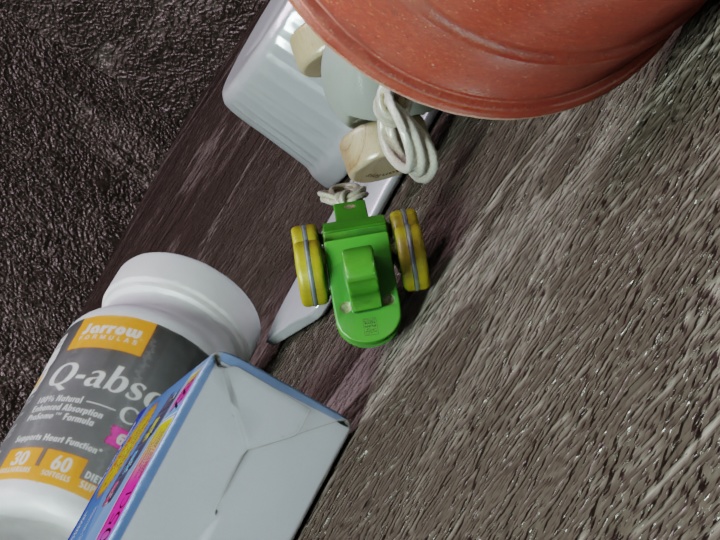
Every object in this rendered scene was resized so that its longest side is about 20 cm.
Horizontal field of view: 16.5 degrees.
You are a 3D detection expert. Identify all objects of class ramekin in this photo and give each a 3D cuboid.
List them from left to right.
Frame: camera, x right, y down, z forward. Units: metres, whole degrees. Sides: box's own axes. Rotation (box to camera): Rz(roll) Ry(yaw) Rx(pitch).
[{"bbox_3d":[-0.009,-0.164,1.662,0.201,0.098,0.200,-57,8,13],"label":"ramekin"}]

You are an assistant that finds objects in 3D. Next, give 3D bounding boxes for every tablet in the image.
[{"bbox_3d":[0.006,-0.050,1.450,0.200,0.014,0.130,-60,8,-16],"label":"tablet"}]

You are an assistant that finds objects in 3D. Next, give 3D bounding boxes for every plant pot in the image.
[{"bbox_3d":[0.083,-0.168,0.833,0.201,0.201,0.195,-61,16,-19],"label":"plant pot"}]

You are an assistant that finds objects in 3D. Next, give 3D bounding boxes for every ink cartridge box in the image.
[{"bbox_3d":[-0.091,0.128,1.163,0.137,0.076,0.200,-61,7,-20],"label":"ink cartridge box"}]

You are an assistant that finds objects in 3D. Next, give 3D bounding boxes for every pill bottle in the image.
[{"bbox_3d":[-0.136,0.092,1.418,0.116,0.116,0.200,-49,13,51],"label":"pill bottle"}]

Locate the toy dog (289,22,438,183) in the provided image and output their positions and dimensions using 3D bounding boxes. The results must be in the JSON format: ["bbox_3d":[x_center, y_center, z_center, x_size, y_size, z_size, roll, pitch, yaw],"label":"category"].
[{"bbox_3d":[0.029,-0.119,1.292,0.096,0.132,0.200,-21,6,-12],"label":"toy dog"}]

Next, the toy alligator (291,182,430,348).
[{"bbox_3d":[0.000,0.000,1.170,0.200,0.059,0.054,-104,5,-79],"label":"toy alligator"}]
